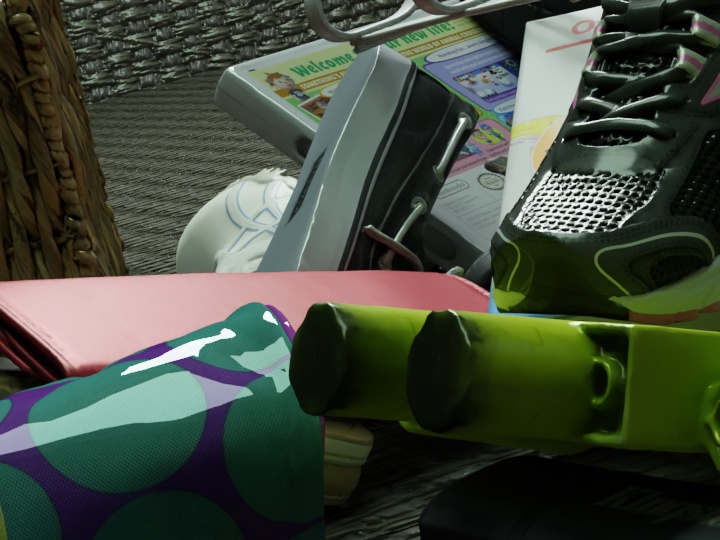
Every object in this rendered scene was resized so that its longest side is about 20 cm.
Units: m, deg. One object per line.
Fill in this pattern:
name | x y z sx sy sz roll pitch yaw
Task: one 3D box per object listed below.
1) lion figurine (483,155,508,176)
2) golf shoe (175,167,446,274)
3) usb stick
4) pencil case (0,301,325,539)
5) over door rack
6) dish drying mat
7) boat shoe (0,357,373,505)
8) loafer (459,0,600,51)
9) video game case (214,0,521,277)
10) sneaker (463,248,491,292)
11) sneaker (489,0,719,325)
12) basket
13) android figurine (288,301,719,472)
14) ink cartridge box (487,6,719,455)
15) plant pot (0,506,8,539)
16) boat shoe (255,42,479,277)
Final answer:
lion figurine | 0.163 -0.040 1.052 0.199 0.123 0.073 -15 50 27
golf shoe | -0.045 0.004 1.165 0.097 0.079 0.200 -26 13 -31
usb stick | 0.084 0.073 0.665 0.055 0.033 0.200 -13 8 -29
pencil case | -0.107 0.077 0.766 0.199 0.085 0.092 -17 8 -16
over door rack | 0.095 -0.132 1.014 0.199 0.067 0.148 -9 2 -37
dish drying mat | -0.032 0.020 0.889 0.199 0.018 0.077 -3 25 -37
boat shoe | -0.096 0.067 0.864 0.199 0.067 0.074 6 7 -9
loafer | 0.132 -0.124 1.205 0.200 0.073 0.072 22 15 32
video game case | 0.061 -0.054 1.152 0.182 0.022 0.200 36 32 22
sneaker | 0.129 -0.012 0.994 0.199 0.072 0.083 -12 7 10
sneaker | 0.090 -0.057 0.775 0.080 0.087 0.200 0 29 26
basket | -0.170 -0.007 1.003 0.148 0.201 0.143 -14 10 0
android figurine | 0.087 0.035 0.708 0.199 0.041 0.182 8 -3 -32
ink cartridge box | 0.114 -0.038 0.901 0.115 0.068 0.200 -11 41 19
plant pot | -0.178 0.096 0.559 0.199 0.188 0.187 -1 6 -15
boat shoe | -0.001 0.001 1.007 0.074 0.068 0.200 -49 16 47
